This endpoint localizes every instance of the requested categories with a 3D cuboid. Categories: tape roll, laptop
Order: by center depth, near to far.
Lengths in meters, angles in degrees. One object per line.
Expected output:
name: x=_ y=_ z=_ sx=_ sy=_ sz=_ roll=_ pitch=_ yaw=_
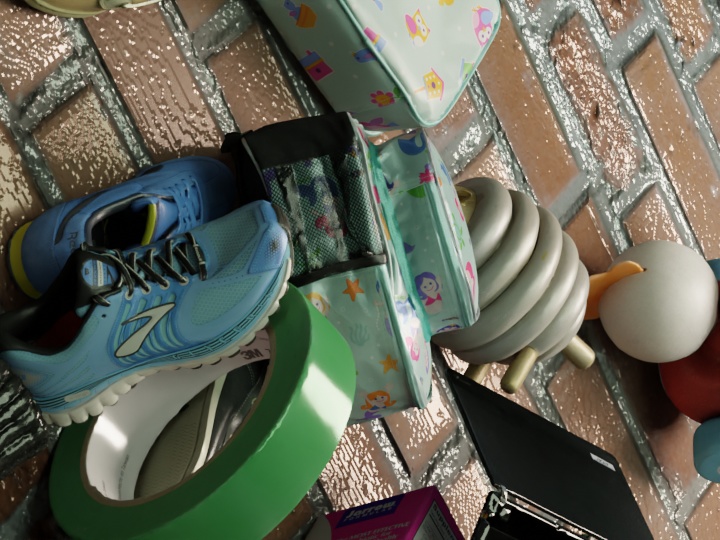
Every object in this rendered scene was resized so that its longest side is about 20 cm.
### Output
tape roll: x=-0.096 y=0.094 z=1.543 sx=0.048 sy=0.200 sz=0.201 roll=48 pitch=50 yaw=-32
laptop: x=0.110 y=0.194 z=1.723 sx=0.177 sy=0.103 sz=0.201 roll=28 pitch=79 yaw=-35

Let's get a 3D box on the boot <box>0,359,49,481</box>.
boot: x=-0.234 y=0.146 z=1.468 sx=0.158 sy=0.079 sz=0.212 roll=-43 pitch=114 yaw=-45

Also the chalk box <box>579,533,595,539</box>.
chalk box: x=0.090 y=0.291 z=1.780 sx=0.200 sy=0.124 sz=0.125 roll=-44 pitch=116 yaw=-43

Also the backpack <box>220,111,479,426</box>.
backpack: x=0.000 y=0.000 z=1.687 sx=0.178 sy=0.150 sz=0.201 roll=26 pitch=55 yaw=-87

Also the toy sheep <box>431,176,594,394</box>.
toy sheep: x=0.096 y=0.010 z=1.841 sx=0.200 sy=0.138 sz=0.138 roll=44 pitch=52 yaw=-29

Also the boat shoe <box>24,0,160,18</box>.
boat shoe: x=-0.141 y=-0.207 z=1.659 sx=0.200 sy=0.063 sz=0.074 roll=-18 pitch=96 yaw=-49

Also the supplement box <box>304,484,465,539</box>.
supplement box: x=0.001 y=0.243 z=1.672 sx=0.104 sy=0.101 sz=0.200 roll=62 pitch=31 yaw=-17

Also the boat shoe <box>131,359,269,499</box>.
boat shoe: x=-0.104 y=0.122 z=1.629 sx=0.068 sy=0.072 sz=0.200 roll=47 pitch=47 yaw=-31

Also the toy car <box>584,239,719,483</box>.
toy car: x=0.247 y=0.040 z=2.021 sx=0.199 sy=0.177 sz=0.185 roll=15 pitch=54 yaw=-16

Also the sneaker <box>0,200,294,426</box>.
sneaker: x=-0.130 y=0.018 z=1.522 sx=0.090 sy=0.200 sz=0.079 roll=52 pitch=10 yaw=-48

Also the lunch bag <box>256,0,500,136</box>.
lunch bag: x=0.010 y=-0.203 z=1.823 sx=0.200 sy=0.077 sz=0.161 roll=53 pitch=46 yaw=-28

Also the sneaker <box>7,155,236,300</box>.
sneaker: x=-0.130 y=-0.029 z=1.626 sx=0.200 sy=0.078 sz=0.066 roll=-26 pitch=100 yaw=-50
